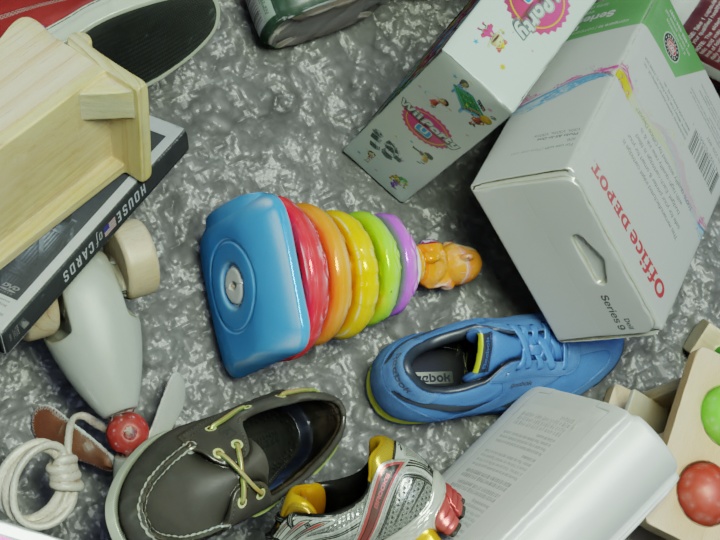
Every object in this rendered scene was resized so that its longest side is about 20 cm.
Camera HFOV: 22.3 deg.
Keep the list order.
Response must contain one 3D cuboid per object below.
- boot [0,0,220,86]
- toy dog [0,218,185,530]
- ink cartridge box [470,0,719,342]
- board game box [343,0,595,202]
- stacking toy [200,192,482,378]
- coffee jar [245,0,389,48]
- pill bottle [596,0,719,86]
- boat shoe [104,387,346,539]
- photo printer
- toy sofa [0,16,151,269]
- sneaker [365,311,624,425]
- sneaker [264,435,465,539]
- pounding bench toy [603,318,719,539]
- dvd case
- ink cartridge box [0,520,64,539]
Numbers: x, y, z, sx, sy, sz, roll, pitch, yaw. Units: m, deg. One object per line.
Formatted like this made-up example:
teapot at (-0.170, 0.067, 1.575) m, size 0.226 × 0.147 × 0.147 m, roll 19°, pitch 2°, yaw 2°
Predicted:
boot at (-0.203, -0.172, 1.194) m, size 0.199 × 0.073 × 0.145 m, roll -24°, pitch 50°, yaw -18°
toy dog at (-0.169, 0.067, 1.165) m, size 0.131 × 0.096 × 0.202 m, roll 4°, pitch 89°, yaw -20°
ink cartridge box at (0.172, -0.072, 1.249) m, size 0.146 × 0.087 × 0.201 m, roll 56°, pitch 43°, yaw -29°
board game box at (0.081, -0.142, 1.231) m, size 0.064 × 0.200 × 0.148 m, roll 40°, pitch 66°, yaw -5°
stacking toy at (0.000, 0.000, 1.229) m, size 0.198 × 0.116 × 0.111 m, roll -6°, pitch 80°, yaw -32°
coffee jar at (-0.058, -0.265, 1.281) m, size 0.103 × 0.085 × 0.202 m, roll -20°, pitch 83°, yaw -16°
pill bottle at (0.275, -0.198, 1.359) m, size 0.199 × 0.114 × 0.115 m, roll 26°, pitch 69°, yaw -11°
boat shoe at (-0.080, 0.119, 1.128) m, size 0.201 × 0.060 × 0.072 m, roll -30°, pitch 98°, yaw -56°
photo printer at (0.089, 0.167, 1.159) m, size 0.200 × 0.166 × 0.070 m, roll -43°, pitch 104°, yaw -13°
toy sofa at (-0.221, -0.054, 1.069) m, size 0.097 × 0.083 × 0.200 m, roll 32°, pitch 55°, yaw 23°
sneaker at (0.103, 0.062, 1.250) m, size 0.198 × 0.078 × 0.067 m, roll -9°, pitch 76°, yaw -22°
sneaker at (-0.034, 0.174, 1.138) m, size 0.199 × 0.078 × 0.082 m, roll -38°, pitch 103°, yaw 10°
pounding bench toy at (0.246, 0.111, 1.241) m, size 0.123 × 0.156 × 0.201 m, roll 25°, pitch 68°, yaw -10°
dvd case at (-0.221, -0.046, 1.137) m, size 0.149 × 0.025 × 0.200 m, roll 21°, pitch 50°, yaw 20°
ink cartridge box at (-0.190, 0.181, 1.108) m, size 0.198 × 0.095 × 0.037 m, roll 17°, pitch 71°, yaw -14°
